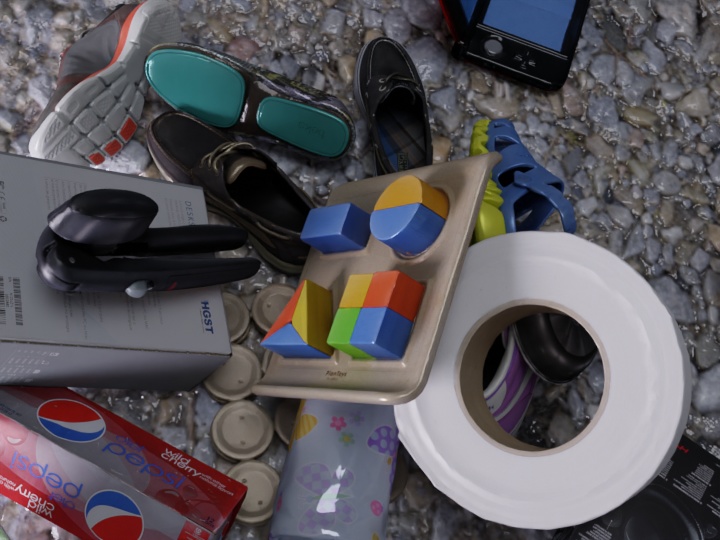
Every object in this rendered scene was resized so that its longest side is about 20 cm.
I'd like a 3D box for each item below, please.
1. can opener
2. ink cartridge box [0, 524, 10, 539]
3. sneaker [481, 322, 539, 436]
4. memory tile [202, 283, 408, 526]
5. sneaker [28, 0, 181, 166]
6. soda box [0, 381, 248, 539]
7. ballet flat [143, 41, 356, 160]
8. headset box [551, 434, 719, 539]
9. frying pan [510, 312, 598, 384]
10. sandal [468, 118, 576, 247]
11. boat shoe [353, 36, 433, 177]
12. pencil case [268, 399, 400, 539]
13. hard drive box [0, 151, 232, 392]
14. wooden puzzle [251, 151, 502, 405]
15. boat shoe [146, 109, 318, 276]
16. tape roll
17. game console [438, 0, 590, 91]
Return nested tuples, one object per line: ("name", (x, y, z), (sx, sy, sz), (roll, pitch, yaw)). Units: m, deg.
("can opener", (-0.145, -0.010, 0.728), (0.200, 0.079, 0.064), (8, 63, -53))
("ink cartridge box", (-0.207, 0.244, 0.642), (0.048, 0.146, 0.200), (-33, 72, -25))
("sneaker", (0.126, 0.035, 0.821), (0.072, 0.114, 0.201), (8, 58, 19))
("memory tile", (-0.051, 0.101, 0.819), (0.153, 0.017, 0.200), (-7, 63, -14))
("sneaker", (-0.240, -0.166, 0.909), (0.082, 0.077, 0.200), (14, 56, 28))
("soda box", (-0.188, 0.148, 0.729), (0.200, 0.063, 0.070), (28, 21, 5))
("ballet flat", (-0.098, -0.156, 0.922), (0.200, 0.072, 0.072), (22, 61, -3))
("headset box", (0.220, 0.231, 0.762), (0.149, 0.077, 0.200), (34, 63, 9))
("frying pan", (0.179, 0.056, 0.808), (0.190, 0.031, 0.115), (48, 52, -27))
("sandal", (0.135, -0.068, 0.877), (0.087, 0.080, 0.200), (-1, 38, 4))
("boat shoe", (0.033, -0.146, 0.934), (0.070, 0.066, 0.200), (3, 62, -9))
("pencil case", (-0.005, 0.125, 0.757), (0.091, 0.083, 0.200), (18, 60, -10))
("hard drive box", (-0.210, 0.004, 0.760), (0.200, 0.077, 0.156), (8, 57, -37))
("wooden puzzle", (0.000, 0.000, 0.736), (0.046, 0.185, 0.200), (35, 66, -30))
("boat shoe", (-0.101, -0.081, 0.872), (0.200, 0.073, 0.075), (37, 62, 10))
("tape roll", (0.124, 0.076, 0.705), (0.202, 0.071, 0.203), (-3, 82, 21))
("game console", (0.159, -0.308, 1.012), (0.172, 0.119, 0.200), (20, 61, 1))
